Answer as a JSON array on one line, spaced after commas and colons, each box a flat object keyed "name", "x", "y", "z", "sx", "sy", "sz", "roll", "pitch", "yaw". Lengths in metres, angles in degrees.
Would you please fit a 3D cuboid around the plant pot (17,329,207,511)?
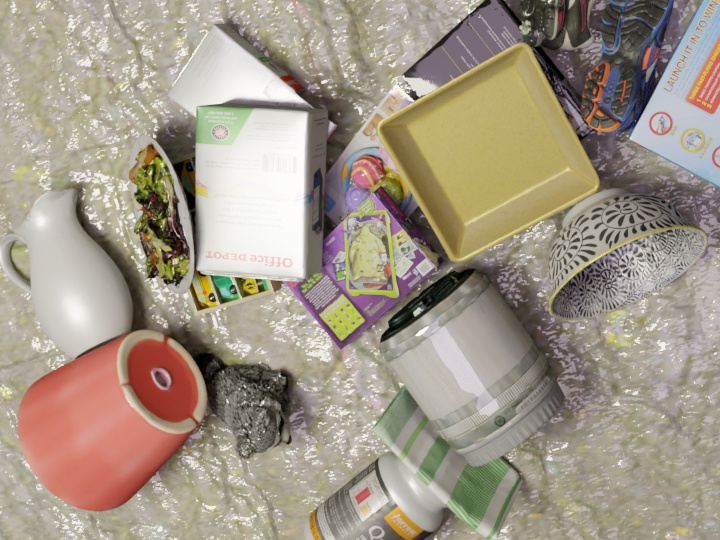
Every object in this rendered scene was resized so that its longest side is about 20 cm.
[{"name": "plant pot", "x": -0.300, "y": 0.177, "z": 1.576, "sx": 0.177, "sy": 0.200, "sz": 0.201, "roll": -36, "pitch": 92, "yaw": 31}]

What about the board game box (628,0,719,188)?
[{"name": "board game box", "x": 0.441, "y": -0.195, "z": 1.437, "sx": 0.194, "sy": 0.056, "sz": 0.202, "roll": 29, "pitch": 105, "yaw": 6}]

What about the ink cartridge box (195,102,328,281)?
[{"name": "ink cartridge box", "x": -0.120, "y": -0.096, "z": 1.507, "sx": 0.143, "sy": 0.087, "sz": 0.203, "roll": 4, "pitch": 100, "yaw": 14}]

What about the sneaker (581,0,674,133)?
[{"name": "sneaker", "x": 0.314, "y": -0.251, "z": 1.450, "sx": 0.075, "sy": 0.078, "sz": 0.202, "roll": 23, "pitch": 91, "yaw": 32}]

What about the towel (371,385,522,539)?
[{"name": "towel", "x": 0.112, "y": 0.229, "z": 1.544, "sx": 0.200, "sy": 0.153, "sz": 0.023, "roll": 45, "pitch": 120, "yaw": -1}]

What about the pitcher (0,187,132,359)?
[{"name": "pitcher", "x": -0.392, "y": 0.017, "z": 1.637, "sx": 0.171, "sy": 0.121, "sz": 0.202, "roll": -30, "pitch": 83, "yaw": 37}]

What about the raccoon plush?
[{"name": "raccoon plush", "x": -0.177, "y": 0.177, "z": 1.601, "sx": 0.197, "sy": 0.134, "sz": 0.098, "roll": 10, "pitch": 104, "yaw": 10}]

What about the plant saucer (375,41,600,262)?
[{"name": "plant saucer", "x": 0.147, "y": -0.139, "z": 1.447, "sx": 0.198, "sy": 0.049, "sz": 0.201, "roll": -27, "pitch": 111, "yaw": 15}]

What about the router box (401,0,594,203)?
[{"name": "router box", "x": 0.167, "y": -0.206, "z": 1.495, "sx": 0.149, "sy": 0.051, "sz": 0.201, "roll": -38, "pitch": 91, "yaw": 18}]

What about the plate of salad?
[{"name": "plate of salad", "x": -0.255, "y": -0.066, "z": 1.546, "sx": 0.048, "sy": 0.199, "sz": 0.203, "roll": -16, "pitch": 99, "yaw": -27}]

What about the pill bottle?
[{"name": "pill bottle", "x": 0.033, "y": 0.305, "z": 1.592, "sx": 0.200, "sy": 0.116, "sz": 0.117, "roll": -41, "pitch": 91, "yaw": 17}]

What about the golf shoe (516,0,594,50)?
[{"name": "golf shoe", "x": 0.233, "y": -0.354, "z": 1.451, "sx": 0.087, "sy": 0.077, "sz": 0.203, "roll": 6, "pitch": 87, "yaw": -31}]

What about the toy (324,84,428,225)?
[{"name": "toy", "x": 0.024, "y": -0.113, "z": 1.524, "sx": 0.115, "sy": 0.047, "sz": 0.200, "roll": 42, "pitch": 120, "yaw": 3}]

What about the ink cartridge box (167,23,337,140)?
[{"name": "ink cartridge box", "x": -0.130, "y": -0.203, "z": 1.561, "sx": 0.199, "sy": 0.050, "sz": 0.109, "roll": 38, "pitch": 106, "yaw": 2}]

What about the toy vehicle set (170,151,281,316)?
[{"name": "toy vehicle set", "x": -0.190, "y": -0.053, "z": 1.605, "sx": 0.123, "sy": 0.026, "sz": 0.202, "roll": -17, "pitch": 97, "yaw": 24}]

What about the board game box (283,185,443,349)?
[{"name": "board game box", "x": 0.000, "y": 0.000, "z": 1.548, "sx": 0.120, "sy": 0.032, "sz": 0.200, "roll": 47, "pitch": 128, "yaw": -3}]

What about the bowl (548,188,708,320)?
[{"name": "bowl", "x": 0.293, "y": -0.032, "z": 1.456, "sx": 0.199, "sy": 0.200, "sz": 0.095, "roll": -29, "pitch": 64, "yaw": 16}]

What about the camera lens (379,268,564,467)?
[{"name": "camera lens", "x": 0.131, "y": 0.112, "z": 1.509, "sx": 0.159, "sy": 0.160, "sz": 0.201, "roll": -36, "pitch": 92, "yaw": 16}]
